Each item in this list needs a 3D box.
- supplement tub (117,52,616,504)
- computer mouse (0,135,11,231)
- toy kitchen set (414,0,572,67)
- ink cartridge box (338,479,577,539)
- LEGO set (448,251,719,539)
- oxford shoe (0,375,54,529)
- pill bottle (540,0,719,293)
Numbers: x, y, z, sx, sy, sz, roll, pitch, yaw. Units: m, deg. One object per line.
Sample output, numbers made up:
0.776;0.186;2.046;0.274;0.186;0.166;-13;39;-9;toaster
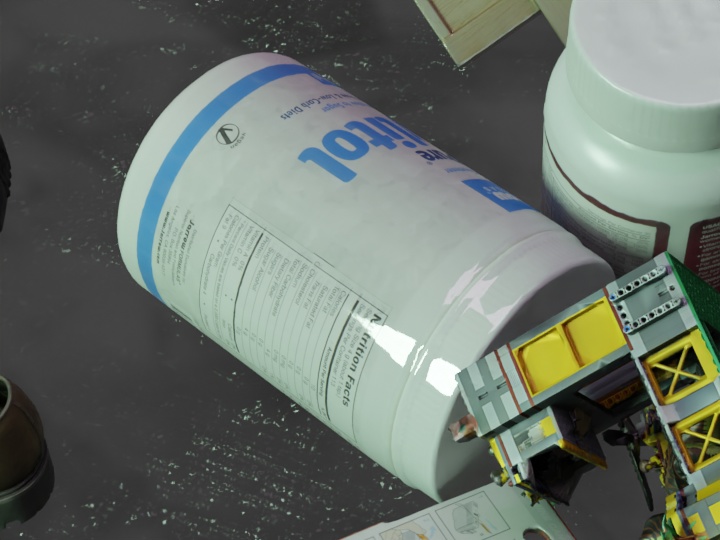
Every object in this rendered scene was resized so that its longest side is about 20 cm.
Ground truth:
0.000;0.000;0.854;0.200;0.132;0.132;33;54;27;supplement tub
-0.200;-0.016;0.916;0.058;0.034;0.200;-4;39;-6;computer mouse
0.146;-0.170;1.076;0.200;0.180;0.163;-34;90;11;toy kitchen set
0.005;0.163;0.753;0.200;0.050;0.109;-19;49;-20;ink cartridge box
0.122;0.089;0.759;0.116;0.200;0.154;-31;69;19;LEGO set
-0.237;0.070;0.815;0.199;0.085;0.073;-8;48;-6;oxford shoe
0.135;-0.050;0.845;0.109;0.200;0.110;-2;58;3;pill bottle
